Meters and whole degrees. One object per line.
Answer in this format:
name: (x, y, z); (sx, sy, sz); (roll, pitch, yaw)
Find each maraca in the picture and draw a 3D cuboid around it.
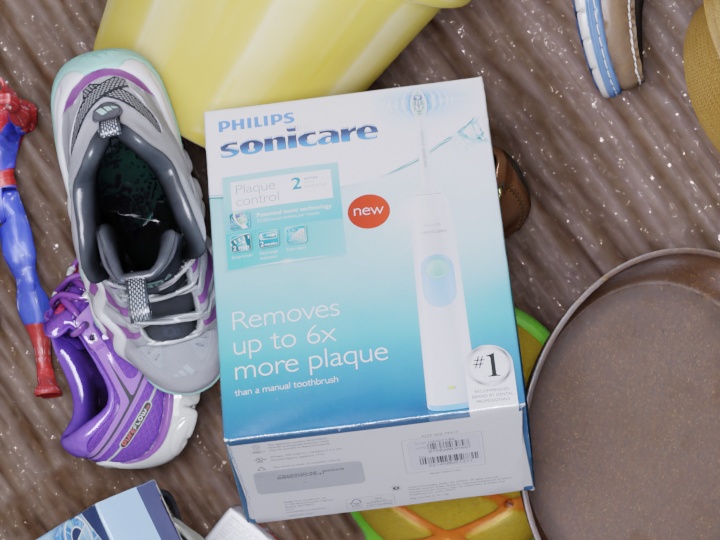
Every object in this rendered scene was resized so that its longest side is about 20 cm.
maraca: (0.050, 0.107, 1.523); (0.137, 0.107, 0.200); (5, 110, 8)

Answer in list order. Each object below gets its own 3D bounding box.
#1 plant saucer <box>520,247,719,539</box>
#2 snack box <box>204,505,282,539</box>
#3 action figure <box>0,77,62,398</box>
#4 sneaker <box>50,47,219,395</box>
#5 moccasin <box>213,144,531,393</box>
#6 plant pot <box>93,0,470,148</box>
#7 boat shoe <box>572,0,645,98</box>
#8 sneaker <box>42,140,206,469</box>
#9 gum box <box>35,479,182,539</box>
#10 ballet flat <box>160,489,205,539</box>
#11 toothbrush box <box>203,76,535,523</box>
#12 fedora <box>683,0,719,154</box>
plant saucer: (0.157, 0.087, 1.494); (0.200, 0.034, 0.201); (-3, 95, -31)
snack box: (-0.014, 0.218, 1.564); (0.200, 0.024, 0.072); (39, 94, 8)
action figure: (-0.206, -0.030, 1.572); (0.065, 0.099, 0.200); (-7, 84, 7)
sneaker: (-0.108, 0.001, 1.438); (0.078, 0.140, 0.200); (-18, 118, 0)
moccasin: (0.001, 0.001, 1.541); (0.201, 0.078, 0.074); (-31, 69, 6)
plant pot: (-0.041, -0.164, 1.512); (0.201, 0.201, 0.189); (33, 108, 9)
boat shoe: (0.147, -0.193, 1.537); (0.072, 0.072, 0.200); (-4, 87, 7)
sneaker: (-0.132, 0.007, 1.550); (0.083, 0.081, 0.200); (0, 86, -30)
gum box: (-0.138, 0.222, 1.512); (0.200, 0.045, 0.170); (-32, 81, 48)
ballet flat: (-0.077, 0.203, 1.530); (0.073, 0.073, 0.200); (-32, 82, 6)
toothbrush box: (0.003, 0.013, 1.426); (0.146, 0.085, 0.200); (-6, 55, 3)
fedora: (0.231, -0.100, 1.499); (0.082, 0.200, 0.201); (-26, 82, 47)
